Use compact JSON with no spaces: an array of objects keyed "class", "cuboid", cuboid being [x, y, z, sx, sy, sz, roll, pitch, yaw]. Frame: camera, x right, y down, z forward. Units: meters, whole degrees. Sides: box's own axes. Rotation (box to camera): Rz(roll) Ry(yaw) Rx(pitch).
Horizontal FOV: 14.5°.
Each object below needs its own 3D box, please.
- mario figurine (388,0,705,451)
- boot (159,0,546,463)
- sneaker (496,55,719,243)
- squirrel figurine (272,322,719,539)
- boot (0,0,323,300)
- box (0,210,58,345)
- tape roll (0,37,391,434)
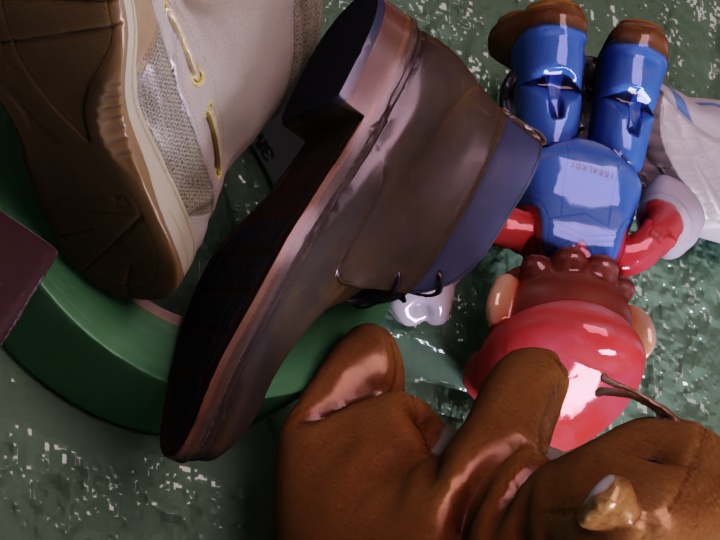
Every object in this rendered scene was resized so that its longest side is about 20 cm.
[{"class":"mario figurine","cuboid":[0.081,-0.012,1.254,0.106,0.123,0.200,52,43,-60]},{"class":"boot","cuboid":[0.000,0.000,1.100,0.097,0.075,0.200,31,76,-20]},{"class":"sneaker","cuboid":[0.152,-0.052,1.344,0.200,0.072,0.072,17,87,-16]},{"class":"squirrel figurine","cuboid":[0.049,0.122,1.074,0.200,0.186,0.142,-47,121,-32]},{"class":"boot","cuboid":[-0.078,-0.110,1.076,0.155,0.072,0.200,-56,143,-41]},{"class":"box","cuboid":[-0.181,0.048,0.957,0.075,0.100,0.200,33,27,-5]},{"class":"tape roll","cuboid":[-0.077,-0.033,1.163,0.200,0.048,0.201,17,59,-30]}]
